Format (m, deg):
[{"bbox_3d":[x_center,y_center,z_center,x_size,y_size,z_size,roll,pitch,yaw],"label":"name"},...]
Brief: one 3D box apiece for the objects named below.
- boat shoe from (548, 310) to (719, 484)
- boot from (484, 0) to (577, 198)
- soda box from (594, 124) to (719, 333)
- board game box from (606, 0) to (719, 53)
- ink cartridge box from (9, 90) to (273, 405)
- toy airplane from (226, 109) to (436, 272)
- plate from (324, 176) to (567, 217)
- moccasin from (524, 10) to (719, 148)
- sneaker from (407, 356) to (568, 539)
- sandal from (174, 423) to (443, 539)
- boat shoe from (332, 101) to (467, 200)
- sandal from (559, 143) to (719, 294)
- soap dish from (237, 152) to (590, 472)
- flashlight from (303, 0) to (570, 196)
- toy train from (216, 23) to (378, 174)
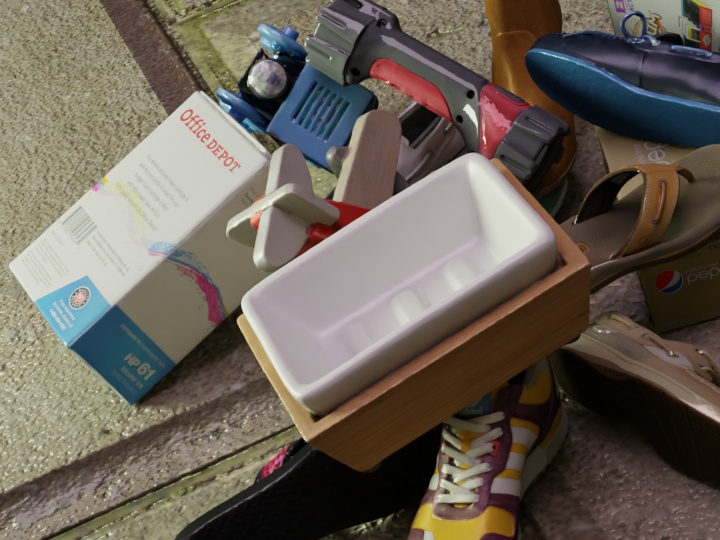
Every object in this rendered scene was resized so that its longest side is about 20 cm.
[{"bbox_3d":[0.197,0.073,1.399,0.065,0.072,0.200,-33,30,-19],"label":"boat shoe"},{"bbox_3d":[0.115,-0.160,1.660,0.071,0.144,0.201,-9,37,16],"label":"boot"},{"bbox_3d":[0.216,-0.044,1.562,0.068,0.064,0.200,-16,34,6],"label":"soda box"},{"bbox_3d":[0.277,-0.149,1.601,0.200,0.153,0.040,15,45,40],"label":"board game box"},{"bbox_3d":[-0.143,-0.020,1.640,0.200,0.085,0.145,-44,36,-1],"label":"ink cartridge box"},{"bbox_3d":[0.000,0.000,1.527,0.200,0.141,0.199,-28,74,-31],"label":"toy airplane"},{"bbox_3d":[0.061,-0.042,1.673,0.200,0.026,0.200,-13,35,9],"label":"plate"},{"bbox_3d":[0.214,-0.132,1.571,0.200,0.080,0.068,22,63,28],"label":"moccasin"},{"bbox_3d":[0.070,0.117,1.377,0.075,0.090,0.200,-2,37,24],"label":"sneaker"},{"bbox_3d":[-0.035,0.140,1.420,0.200,0.075,0.045,-28,23,-9],"label":"sandal"},{"bbox_3d":[0.020,-0.077,1.659,0.074,0.067,0.200,11,43,38],"label":"boat shoe"},{"bbox_3d":[0.174,-0.037,1.463,0.200,0.054,0.080,-25,35,-16],"label":"sandal"},{"bbox_3d":[0.035,0.026,1.375,0.200,0.081,0.157,-32,32,-2],"label":"soap dish"},{"bbox_3d":[0.051,-0.124,1.601,0.200,0.068,0.068,30,59,16],"label":"flashlight"},{"bbox_3d":[-0.045,-0.127,1.731,0.087,0.114,0.200,-56,-2,0],"label":"toy train"}]
